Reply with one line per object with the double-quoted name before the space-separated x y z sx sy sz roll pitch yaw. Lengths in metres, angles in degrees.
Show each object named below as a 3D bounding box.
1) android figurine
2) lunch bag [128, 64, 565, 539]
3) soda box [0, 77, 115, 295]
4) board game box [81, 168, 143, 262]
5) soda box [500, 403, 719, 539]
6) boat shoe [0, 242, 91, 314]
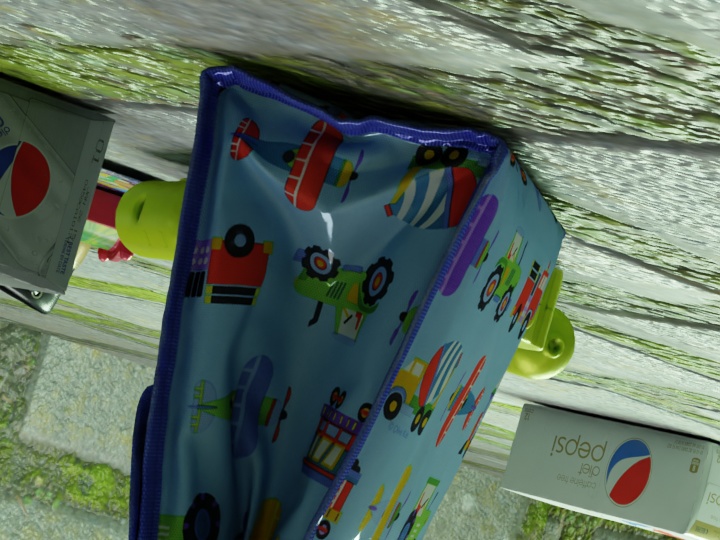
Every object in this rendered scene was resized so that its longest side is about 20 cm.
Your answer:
"android figurine" 0.000 0.000 1.081 0.181 0.041 0.200 19 176 -26
"lunch bag" -0.014 0.059 0.830 0.093 0.201 0.151 14 174 13
"soda box" -0.166 -0.036 1.053 0.063 0.069 0.200 19 174 -28
"board game box" -0.154 -0.029 1.239 0.199 0.039 0.158 14 174 29
"soda box" 0.183 0.138 1.859 0.068 0.064 0.199 19 174 -34
"boat shoe" -0.228 -0.030 1.357 0.199 0.063 0.075 18 177 -7
